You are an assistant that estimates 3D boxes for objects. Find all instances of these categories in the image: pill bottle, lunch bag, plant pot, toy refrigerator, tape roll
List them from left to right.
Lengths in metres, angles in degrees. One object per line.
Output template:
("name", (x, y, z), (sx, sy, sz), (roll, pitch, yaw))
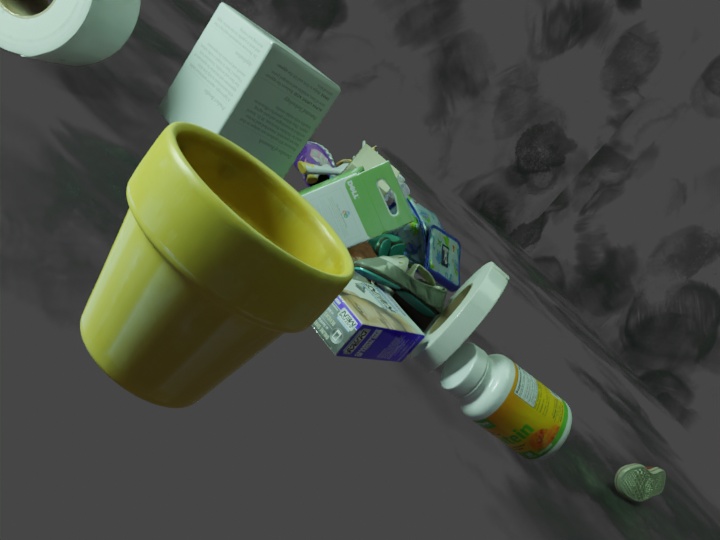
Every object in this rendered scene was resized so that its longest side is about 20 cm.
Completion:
("tape roll", (-0.429, -0.398, 1.098), (0.202, 0.203, 0.139), (41, 13, 2))
("plant pot", (-0.136, 0.008, 0.684), (0.200, 0.189, 0.201), (37, 15, -11))
("toy refrigerator", (-0.023, -0.116, 1.319), (0.076, 0.200, 0.070), (38, 45, -7))
("lunch bag", (0.140, -0.053, 1.764), (0.170, 0.127, 0.201), (25, 34, -54))
("tape roll", (0.156, 0.072, 1.244), (0.037, 0.203, 0.203), (40, 14, 0))
("pill bottle", (0.223, 0.201, 1.224), (0.199, 0.111, 0.111), (36, 15, -18))

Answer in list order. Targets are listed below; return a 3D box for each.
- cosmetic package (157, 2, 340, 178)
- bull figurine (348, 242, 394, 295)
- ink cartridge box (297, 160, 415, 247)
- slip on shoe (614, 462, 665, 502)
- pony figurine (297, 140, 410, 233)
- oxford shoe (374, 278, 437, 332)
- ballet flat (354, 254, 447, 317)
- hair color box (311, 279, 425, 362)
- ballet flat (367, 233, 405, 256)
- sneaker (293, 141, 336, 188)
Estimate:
("cosmetic package", (-0.174, -0.264, 1.218), (0.164, 0.201, 0.165), (21, 19, -51))
("bull figurine", (0.000, 0.000, 1.331), (0.121, 0.065, 0.200), (46, 18, -7))
("ink cartridge box", (-0.022, -0.094, 1.218), (0.105, 0.198, 0.059), (65, 18, -13))
("slip on shoe", (0.544, 0.415, 1.556), (0.061, 0.075, 0.199), (7, -5, 40))
("pony figurine", (-0.007, -0.168, 1.584), (0.199, 0.167, 0.194), (-22, 69, -30))
("oxford shoe", (0.093, 0.042, 1.414), (0.072, 0.085, 0.200), (19, 24, -52))
("ballet flat", (0.067, 0.010, 1.259), (0.199, 0.064, 0.067), (32, -13, -38))
("hair color box", (0.002, 0.069, 1.132), (0.109, 0.065, 0.199), (49, 17, 26))
("ballet flat", (0.033, -0.043, 1.577), (0.070, 0.068, 0.200), (19, 8, 16))
("sneaker", (-0.096, -0.213, 1.697), (0.088, 0.081, 0.200), (5, 39, -54))
